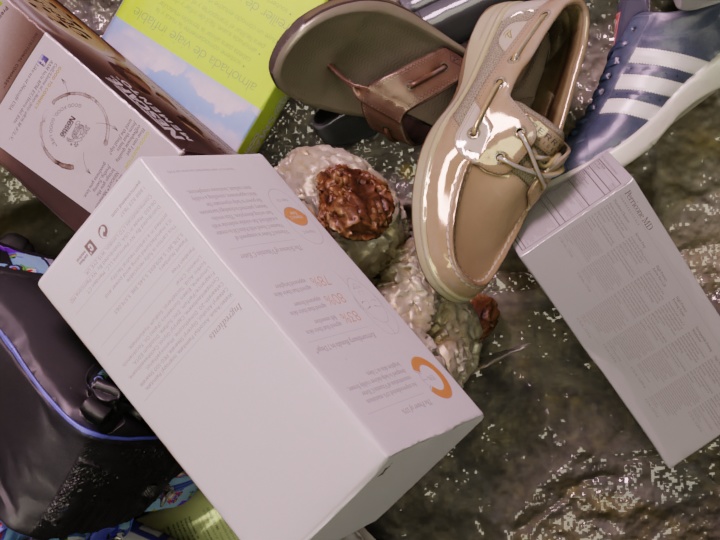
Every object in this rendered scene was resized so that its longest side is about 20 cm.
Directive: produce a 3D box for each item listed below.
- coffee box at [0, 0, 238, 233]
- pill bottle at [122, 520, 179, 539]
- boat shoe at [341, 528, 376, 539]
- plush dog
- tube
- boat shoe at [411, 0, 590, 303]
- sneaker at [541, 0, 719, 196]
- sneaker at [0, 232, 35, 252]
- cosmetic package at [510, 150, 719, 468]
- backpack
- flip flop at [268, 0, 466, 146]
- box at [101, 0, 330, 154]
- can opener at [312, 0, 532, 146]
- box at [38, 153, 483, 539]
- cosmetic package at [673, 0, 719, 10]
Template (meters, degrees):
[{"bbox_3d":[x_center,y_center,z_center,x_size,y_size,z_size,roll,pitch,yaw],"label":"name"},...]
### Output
[{"bbox_3d":[-0.176,-0.097,0.884,0.200,0.113,0.080,41,100,13],"label":"coffee box"},{"bbox_3d":[-0.212,0.189,0.918,0.200,0.120,0.120,24,97,4],"label":"pill bottle"},{"bbox_3d":[-0.026,0.186,0.948,0.072,0.069,0.200,-7,126,17],"label":"boat shoe"},{"bbox_3d":[0.000,0.000,0.926,0.160,0.200,0.172,-36,106,-27],"label":"plush dog"},{"bbox_3d":[-0.108,0.178,0.999,0.200,0.058,0.052,-24,63,3],"label":"tube"},{"bbox_3d":[0.087,-0.076,0.872,0.072,0.065,0.200,36,63,-37],"label":"boat shoe"},{"bbox_3d":[0.172,-0.123,0.940,0.200,0.075,0.085,-39,89,0],"label":"sneaker"},{"bbox_3d":[-0.214,0.079,0.983,0.115,0.075,0.200,17,107,-4],"label":"sneaker"},{"bbox_3d":[0.175,0.027,0.928,0.083,0.051,0.200,-33,119,7],"label":"cosmetic package"},{"bbox_3d":[-0.160,0.074,0.879,0.183,0.200,0.135,43,110,28],"label":"backpack"},{"bbox_3d":[0.039,-0.106,0.916,0.200,0.058,0.081,23,116,-27],"label":"flip flop"},{"bbox_3d":[-0.107,-0.127,0.949,0.122,0.048,0.200,33,98,11],"label":"box"},{"bbox_3d":[0.050,-0.154,0.955,0.200,0.053,0.066,-29,129,7],"label":"can opener"},{"bbox_3d":[-0.051,0.042,0.784,0.200,0.124,0.097,49,113,15],"label":"box"},{"bbox_3d":[0.192,-0.255,0.835,0.102,0.074,0.200,-16,63,0],"label":"cosmetic package"}]
